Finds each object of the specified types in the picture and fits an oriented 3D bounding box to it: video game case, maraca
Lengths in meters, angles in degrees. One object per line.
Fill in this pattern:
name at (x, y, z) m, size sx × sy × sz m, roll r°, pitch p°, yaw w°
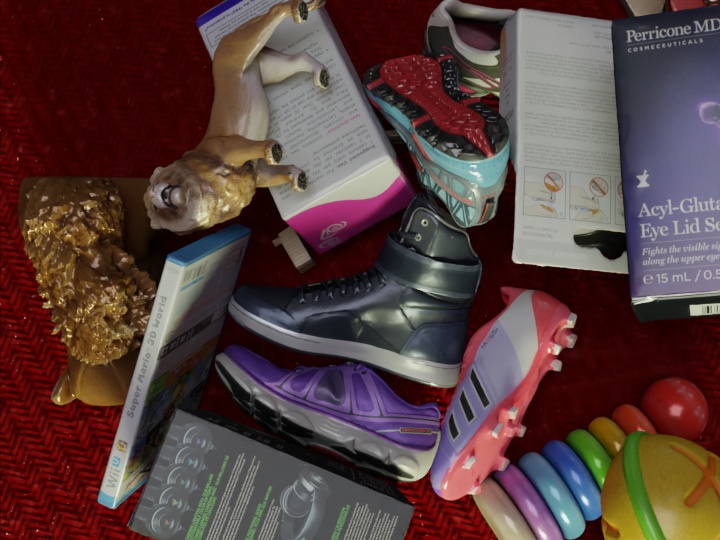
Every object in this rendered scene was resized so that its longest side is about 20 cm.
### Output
video game case at (-0.143, 0.070, 0.902) m, size 0.018 × 0.143 × 0.203 m, roll 21°, pitch 106°, yaw 9°
maraca at (0.246, 0.199, 0.851) m, size 0.106 × 0.200 × 0.138 m, roll -26°, pitch 37°, yaw 27°

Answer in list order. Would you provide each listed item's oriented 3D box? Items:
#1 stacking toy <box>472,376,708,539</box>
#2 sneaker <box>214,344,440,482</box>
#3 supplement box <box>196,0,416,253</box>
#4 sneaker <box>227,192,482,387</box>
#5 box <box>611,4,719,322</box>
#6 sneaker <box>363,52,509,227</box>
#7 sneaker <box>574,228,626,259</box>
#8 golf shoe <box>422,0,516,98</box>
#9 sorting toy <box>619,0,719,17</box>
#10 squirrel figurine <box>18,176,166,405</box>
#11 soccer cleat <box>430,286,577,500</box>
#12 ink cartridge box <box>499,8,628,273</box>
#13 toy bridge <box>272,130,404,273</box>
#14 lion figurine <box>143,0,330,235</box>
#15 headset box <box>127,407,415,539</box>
stacking toy at (0.189, 0.150, 0.918) m, size 0.199 × 0.085 × 0.086 m, roll -35°, pitch 79°, yaw -5°
sneaker at (-0.026, 0.106, 0.961) m, size 0.197 × 0.081 × 0.084 m, roll 23°, pitch 68°, yaw 2°
supplement box at (-0.043, -0.133, 0.956) m, size 0.102 × 0.101 × 0.202 m, roll -29°, pitch 68°, yaw 6°
sneaker at (0.001, 0.000, 0.939) m, size 0.199 × 0.077 × 0.148 m, roll 13°, pitch 106°, yaw -3°
box at (0.254, -0.074, 0.800) m, size 0.146 × 0.104 × 0.203 m, roll -6°, pitch 79°, yaw 16°
sneaker at (0.056, -0.104, 0.926) m, size 0.078 × 0.097 × 0.201 m, roll -14°, pitch 37°, yaw -10°
sneaker at (0.236, -0.048, 0.953) m, size 0.197 × 0.084 × 0.072 m, roll -1°, pitch 47°, yaw -13°
golf shoe at (0.144, -0.167, 0.965) m, size 0.197 × 0.088 × 0.078 m, roll 19°, pitch 77°, yaw 8°
sorting toy at (0.313, -0.281, 0.972) m, size 0.198 × 0.070 × 0.201 m, roll -27°, pitch 79°, yaw 2°
squirrel figurine at (-0.214, 0.020, 0.928) m, size 0.139 × 0.200 × 0.190 m, roll 1°, pitch 94°, yaw -3°
soccer cleat at (0.101, 0.094, 0.918) m, size 0.076 × 0.067 × 0.201 m, roll 22°, pitch 59°, yaw 28°
ink cartridge box at (0.188, -0.094, 0.897) m, size 0.159 × 0.050 × 0.203 m, roll 5°, pitch 79°, yaw -10°
toy bridge at (0.008, -0.076, 0.998) m, size 0.198 × 0.027 × 0.068 m, roll -32°, pitch 76°, yaw 1°
lion figurine at (-0.093, -0.121, 0.884) m, size 0.121 × 0.072 × 0.203 m, roll 2°, pitch 68°, yaw 35°
headset box at (-0.070, 0.178, 0.879) m, size 0.197 × 0.174 × 0.094 m, roll 22°, pitch 83°, yaw 0°
